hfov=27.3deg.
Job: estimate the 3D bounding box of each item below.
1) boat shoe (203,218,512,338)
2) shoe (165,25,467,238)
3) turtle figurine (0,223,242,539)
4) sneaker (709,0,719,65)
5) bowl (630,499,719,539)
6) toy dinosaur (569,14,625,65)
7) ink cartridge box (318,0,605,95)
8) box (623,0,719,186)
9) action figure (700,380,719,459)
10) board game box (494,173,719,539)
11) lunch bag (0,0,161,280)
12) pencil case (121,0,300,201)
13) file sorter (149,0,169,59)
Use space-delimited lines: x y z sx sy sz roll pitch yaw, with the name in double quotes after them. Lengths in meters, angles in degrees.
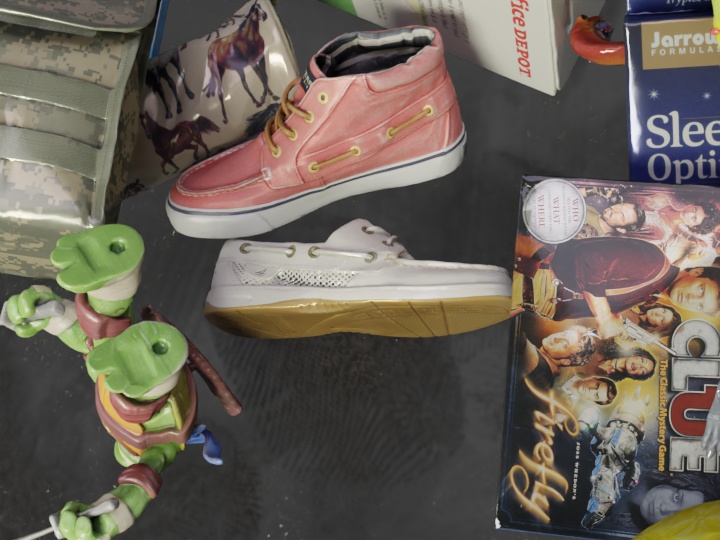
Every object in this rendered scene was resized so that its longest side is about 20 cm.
0.000 0.000 0.910 0.197 0.071 0.070 0 68 14 "boat shoe"
-0.035 -0.090 0.929 0.198 0.092 0.072 -15 37 0 "shoe"
-0.166 0.074 0.833 0.197 0.195 0.145 13 56 -4 "turtle figurine"
0.218 -0.095 0.784 0.090 0.078 0.201 -37 81 27 "sneaker"
0.209 0.181 0.751 0.198 0.202 0.108 11 38 16 "bowl"
0.224 -0.152 0.886 0.179 0.201 0.106 5 48 -19 "toy dinosaur"
0.052 -0.213 0.942 0.198 0.145 0.085 25 72 20 "ink cartridge box"
0.213 -0.082 0.852 0.119 0.032 0.203 -2 108 12 "box"
0.284 0.072 0.783 0.197 0.134 0.151 11 61 -7 "action figure"
0.151 0.051 0.840 0.134 0.035 0.203 4 89 13 "board game box"
-0.209 -0.108 0.872 0.162 0.118 0.202 9 68 -6 "lunch bag"
-0.129 -0.109 0.977 0.198 0.078 0.090 -25 88 2 "pencil case"
-0.243 -0.219 1.023 0.197 0.123 0.140 3 68 14 "file sorter"
